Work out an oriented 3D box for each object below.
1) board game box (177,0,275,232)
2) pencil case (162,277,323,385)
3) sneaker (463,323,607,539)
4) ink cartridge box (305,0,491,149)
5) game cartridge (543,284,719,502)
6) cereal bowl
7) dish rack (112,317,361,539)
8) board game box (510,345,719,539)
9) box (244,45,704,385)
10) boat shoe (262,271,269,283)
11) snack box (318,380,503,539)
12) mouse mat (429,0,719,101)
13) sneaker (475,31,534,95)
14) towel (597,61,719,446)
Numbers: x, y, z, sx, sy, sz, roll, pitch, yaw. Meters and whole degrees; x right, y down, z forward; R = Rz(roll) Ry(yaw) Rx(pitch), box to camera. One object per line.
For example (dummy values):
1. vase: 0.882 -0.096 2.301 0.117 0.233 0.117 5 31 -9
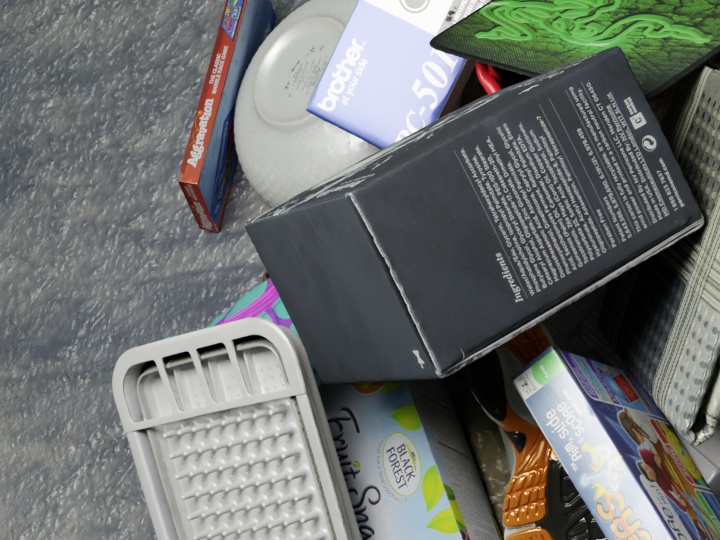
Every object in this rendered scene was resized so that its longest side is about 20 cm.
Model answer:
1. board game box: -0.107 -0.142 1.545 0.019 0.103 0.201 10 71 10
2. pencil case: -0.063 0.048 1.324 0.200 0.092 0.086 -35 41 40
3. sneaker: 0.126 0.118 1.236 0.075 0.092 0.201 -13 90 17
4. ink cartridge box: 0.047 -0.184 1.390 0.094 0.044 0.201 27 95 11
5. game cartridge: 0.201 0.049 1.251 0.130 0.038 0.200 -54 47 8
6. cereal bowl: -0.023 -0.138 1.488 0.199 0.083 0.201 -19 56 30
7. dish rack: -0.075 0.134 1.272 0.171 0.043 0.201 -15 91 38
8. board game box: 0.176 0.142 1.118 0.034 0.135 0.201 -39 63 18
9. box: 0.063 -0.028 1.161 0.196 0.124 0.200 -31 7 -21
10. boat shoe: -0.004 0.003 1.360 0.202 0.075 0.075 -21 15 47
11. snack box: 0.002 0.171 1.316 0.168 0.068 0.201 -36 51 21
12. mouse mat: 0.162 -0.165 1.252 0.161 0.008 0.199 -35 35 -28
13. sneaker: 0.132 -0.150 1.332 0.078 0.116 0.201 -25 41 17
14. towel: 0.208 -0.020 1.151 0.193 0.034 0.201 -116 41 -70
